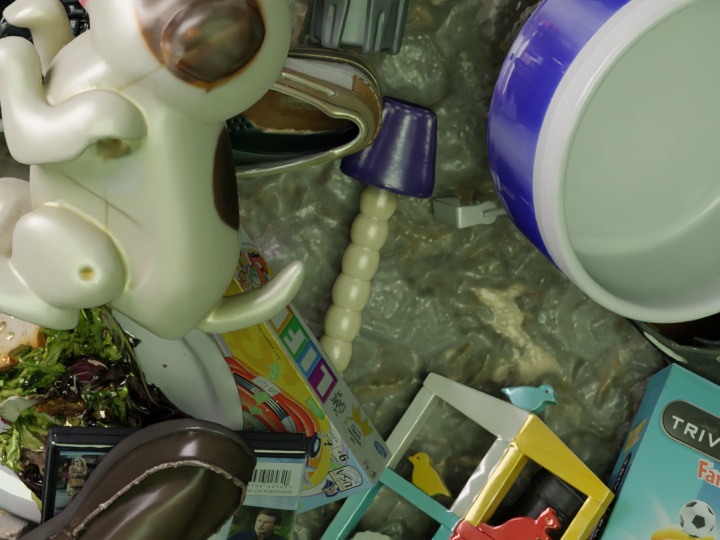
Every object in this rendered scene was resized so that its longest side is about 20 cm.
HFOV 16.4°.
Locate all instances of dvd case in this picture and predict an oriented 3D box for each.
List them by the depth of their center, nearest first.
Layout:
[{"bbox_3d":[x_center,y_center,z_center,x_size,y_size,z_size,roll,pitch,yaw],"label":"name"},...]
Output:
[{"bbox_3d":[-0.112,0.163,1.415,0.142,0.018,0.201,3,132,-10],"label":"dvd case"}]

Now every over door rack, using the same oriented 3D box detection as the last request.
[{"bbox_3d":[0.137,-0.105,1.440,0.199,0.067,0.149,-7,102,-11],"label":"over door rack"}]

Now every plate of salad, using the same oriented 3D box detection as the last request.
[{"bbox_3d":[-0.164,0.077,1.382,0.199,0.048,0.201,5,127,7],"label":"plate of salad"}]

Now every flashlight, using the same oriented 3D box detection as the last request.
[{"bbox_3d":[0.008,-0.222,1.386,0.067,0.068,0.201,7,99,-14],"label":"flashlight"}]

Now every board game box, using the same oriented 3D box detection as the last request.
[{"bbox_3d":[-0.090,0.053,1.403,0.134,0.034,0.200,-23,110,32],"label":"board game box"},{"bbox_3d":[0.207,0.178,1.472,0.150,0.047,0.201,26,72,-5],"label":"board game box"}]

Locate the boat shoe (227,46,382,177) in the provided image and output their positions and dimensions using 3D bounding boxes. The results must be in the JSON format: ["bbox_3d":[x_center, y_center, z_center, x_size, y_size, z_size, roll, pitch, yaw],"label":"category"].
[{"bbox_3d":[-0.088,-0.089,1.376,0.199,0.068,0.075,-4,111,3],"label":"boat shoe"}]

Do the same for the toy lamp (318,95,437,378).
[{"bbox_3d":[0.000,0.000,1.438,0.058,0.058,0.201,13,100,-15],"label":"toy lamp"}]

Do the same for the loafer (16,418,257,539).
[{"bbox_3d":[-0.129,0.155,1.343,0.073,0.072,0.200,32,121,-31],"label":"loafer"}]

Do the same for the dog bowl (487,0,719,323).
[{"bbox_3d":[0.171,-0.077,1.352,0.199,0.079,0.201,-14,123,-22],"label":"dog bowl"}]

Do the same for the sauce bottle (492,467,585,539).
[{"bbox_3d":[0.058,0.204,1.490,0.200,0.065,0.065,-46,107,-1],"label":"sauce bottle"}]

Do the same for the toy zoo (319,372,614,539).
[{"bbox_3d":[0.057,0.152,1.457,0.131,0.020,0.200,33,87,19],"label":"toy zoo"}]

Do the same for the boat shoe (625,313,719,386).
[{"bbox_3d":[0.217,0.041,1.489,0.200,0.068,0.072,37,92,-19],"label":"boat shoe"}]

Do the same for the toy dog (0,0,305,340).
[{"bbox_3d":[-0.105,-0.071,1.247,0.193,0.140,0.201,26,114,8],"label":"toy dog"}]

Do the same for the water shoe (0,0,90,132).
[{"bbox_3d":[-0.170,-0.118,1.333,0.199,0.072,0.079,-14,149,9],"label":"water shoe"}]
